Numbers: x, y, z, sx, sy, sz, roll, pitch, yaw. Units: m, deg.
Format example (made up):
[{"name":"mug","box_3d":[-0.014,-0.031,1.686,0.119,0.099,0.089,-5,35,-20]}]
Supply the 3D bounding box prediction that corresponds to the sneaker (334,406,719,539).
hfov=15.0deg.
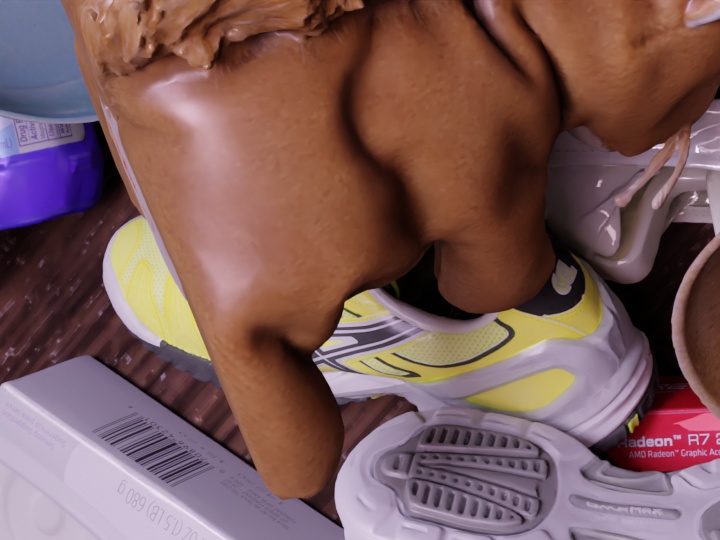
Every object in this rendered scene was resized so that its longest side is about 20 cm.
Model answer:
[{"name":"sneaker","box_3d":[0.090,0.106,0.817,0.200,0.078,0.099,15,134,12]}]

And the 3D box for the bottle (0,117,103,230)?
[{"name":"bottle","box_3d":[-0.148,-0.110,0.951,0.083,0.065,0.200,-11,94,28]}]

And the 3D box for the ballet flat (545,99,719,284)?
[{"name":"ballet flat","box_3d":[0.103,-0.025,0.830,0.200,0.069,0.070,5,101,24]}]

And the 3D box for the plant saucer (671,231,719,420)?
[{"name":"plant saucer","box_3d":[0.188,0.008,0.758,0.200,0.200,0.035,-10,53,28]}]

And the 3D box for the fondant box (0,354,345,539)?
[{"name":"fondant box","box_3d":[-0.093,0.153,0.974,0.144,0.058,0.200,32,113,19]}]

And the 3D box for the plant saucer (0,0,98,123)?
[{"name":"plant saucer","box_3d":[-0.120,-0.138,0.863,0.027,0.200,0.200,-23,88,45]}]

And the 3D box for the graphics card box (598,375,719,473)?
[{"name":"graphics card box","box_3d":[0.092,0.135,0.880,0.125,0.051,0.200,-3,99,27]}]

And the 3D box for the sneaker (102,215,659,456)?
[{"name":"sneaker","box_3d":[0.000,0.000,0.869,0.200,0.075,0.076,10,142,32]}]

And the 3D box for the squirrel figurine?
[{"name":"squirrel figurine","box_3d":[0.019,-0.074,0.734,0.186,0.142,0.200,-23,130,-6]}]
